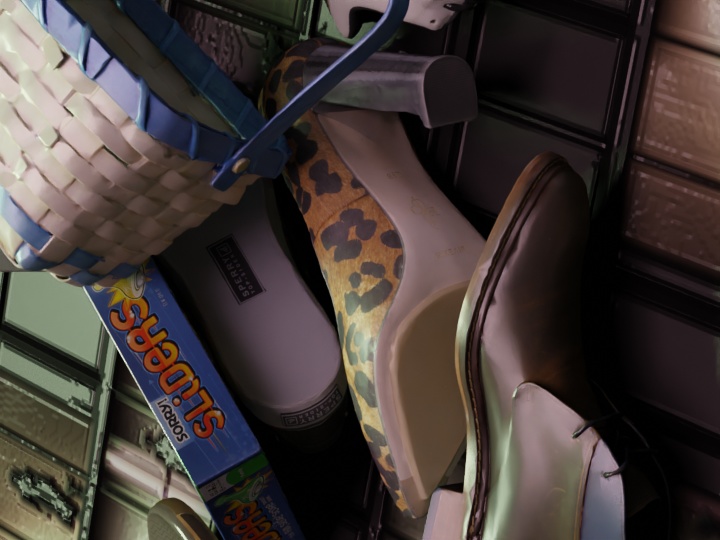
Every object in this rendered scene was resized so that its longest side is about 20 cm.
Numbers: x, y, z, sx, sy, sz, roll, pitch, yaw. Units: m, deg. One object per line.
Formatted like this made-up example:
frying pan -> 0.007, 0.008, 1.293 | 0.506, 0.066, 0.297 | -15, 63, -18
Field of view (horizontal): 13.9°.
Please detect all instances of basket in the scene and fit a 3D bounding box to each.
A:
basket -> -0.098, -0.107, 1.238 | 0.200, 0.139, 0.176 | -46, 69, 17

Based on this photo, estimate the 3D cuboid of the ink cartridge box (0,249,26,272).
ink cartridge box -> -0.236, -0.065, 1.427 | 0.144, 0.200, 0.085 | 36, 114, 39

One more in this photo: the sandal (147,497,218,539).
sandal -> -0.079, 0.206, 1.367 | 0.082, 0.055, 0.200 | -2, 94, 64

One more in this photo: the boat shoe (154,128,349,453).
boat shoe -> -0.058, -0.003, 1.338 | 0.057, 0.069, 0.200 | 74, 173, -58

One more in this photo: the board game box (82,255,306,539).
board game box -> -0.090, 0.037, 1.334 | 0.200, 0.034, 0.135 | 58, 175, 28

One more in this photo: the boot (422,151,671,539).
boot -> 0.090, 0.057, 1.190 | 0.097, 0.075, 0.200 | 17, 106, 27

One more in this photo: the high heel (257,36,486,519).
high heel -> 0.000, 0.000, 1.281 | 0.143, 0.071, 0.200 | 11, 101, 56

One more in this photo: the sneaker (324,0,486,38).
sneaker -> 0.050, -0.145, 1.218 | 0.200, 0.074, 0.080 | -6, 102, 52
